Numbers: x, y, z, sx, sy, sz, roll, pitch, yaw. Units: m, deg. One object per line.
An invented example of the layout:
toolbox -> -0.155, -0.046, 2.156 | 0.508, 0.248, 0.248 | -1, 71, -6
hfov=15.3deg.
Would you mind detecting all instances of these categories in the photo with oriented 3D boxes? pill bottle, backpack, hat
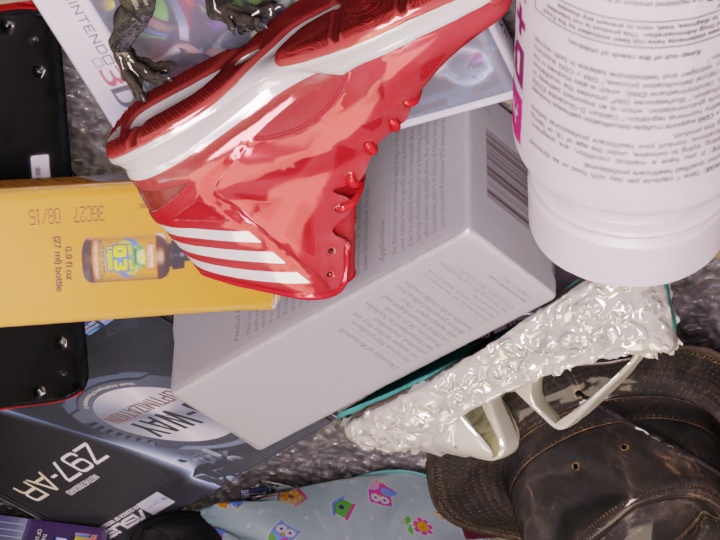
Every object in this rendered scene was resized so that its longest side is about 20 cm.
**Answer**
pill bottle -> 0.124, -0.097, 1.196 | 0.113, 0.113, 0.200 | 0, 131, 2
backpack -> -0.021, 0.195, 1.529 | 0.200, 0.167, 0.127 | -8, 153, -30
hat -> 0.136, 0.125, 1.414 | 0.200, 0.081, 0.201 | -2, 141, -1

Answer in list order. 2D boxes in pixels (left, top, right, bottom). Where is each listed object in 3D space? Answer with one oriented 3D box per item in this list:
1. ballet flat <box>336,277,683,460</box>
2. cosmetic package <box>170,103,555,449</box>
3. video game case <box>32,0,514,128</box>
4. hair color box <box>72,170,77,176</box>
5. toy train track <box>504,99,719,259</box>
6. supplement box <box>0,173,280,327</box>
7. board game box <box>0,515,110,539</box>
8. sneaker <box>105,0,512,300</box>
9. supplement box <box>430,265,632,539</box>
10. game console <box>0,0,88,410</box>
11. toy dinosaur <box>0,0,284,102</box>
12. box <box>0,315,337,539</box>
ballet flat -> 0.075, 0.057, 1.333 | 0.200, 0.072, 0.072 | -31, 130, 30
cosmetic package -> 0.000, 0.000, 1.347 | 0.200, 0.102, 0.071 | -28, 133, 32
video game case -> -0.046, -0.126, 1.246 | 0.200, 0.023, 0.182 | -14, 132, 18
hair color box -> -0.223, 0.027, 1.332 | 0.100, 0.061, 0.200 | 20, 97, -20
toy train track -> 0.157, -0.069, 1.315 | 0.200, 0.033, 0.115 | 20, 137, -10
supplement box -> -0.141, -0.010, 1.254 | 0.200, 0.067, 0.069 | -3, -174, -16
board game box -> -0.222, 0.211, 1.609 | 0.165, 0.057, 0.200 | 6, 148, 7
sneaker -> -0.004, -0.062, 1.212 | 0.200, 0.078, 0.116 | -24, 116, 16
supplement box -> 0.096, 0.064, 1.451 | 0.109, 0.061, 0.200 | -6, 140, 7
game console -> -0.224, -0.023, 1.277 | 0.176, 0.031, 0.200 | -8, 105, -18
toy dinosaur -> -0.092, -0.131, 1.200 | 0.200, 0.047, 0.088 | -23, 114, 26
box -> -0.136, 0.071, 1.481 | 0.200, 0.044, 0.160 | -31, 130, 34
